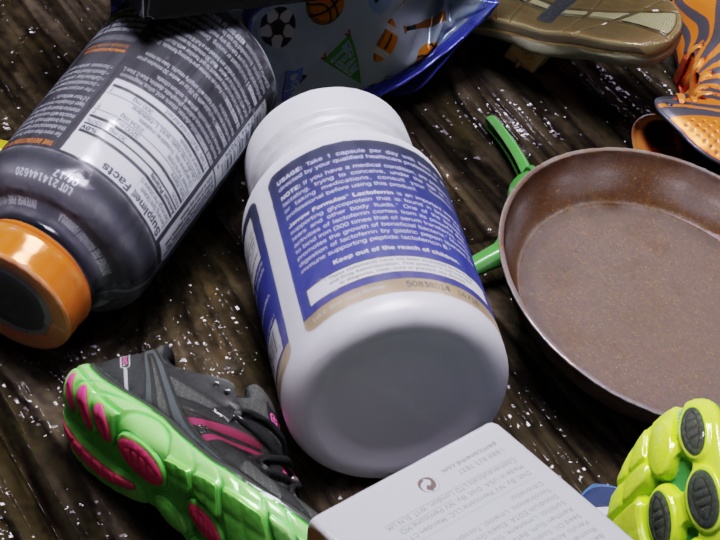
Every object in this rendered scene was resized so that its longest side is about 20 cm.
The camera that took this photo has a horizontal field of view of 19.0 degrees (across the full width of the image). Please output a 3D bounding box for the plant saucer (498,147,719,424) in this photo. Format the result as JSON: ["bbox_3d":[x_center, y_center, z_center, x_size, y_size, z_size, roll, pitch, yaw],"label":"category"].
[{"bbox_3d":[0.164,0.015,1.171,0.198,0.035,0.201,11,46,-12],"label":"plant saucer"}]

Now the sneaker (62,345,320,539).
[{"bbox_3d":[-0.059,0.093,1.022,0.083,0.077,0.200,-30,53,-33],"label":"sneaker"}]

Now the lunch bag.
[{"bbox_3d":[-0.034,-0.181,1.331,0.199,0.125,0.170,-29,50,-28],"label":"lunch bag"}]

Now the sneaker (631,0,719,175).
[{"bbox_3d":[0.209,-0.107,1.319,0.111,0.078,0.201,-6,41,-19],"label":"sneaker"}]

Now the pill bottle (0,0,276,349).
[{"bbox_3d":[-0.134,-0.052,1.148,0.106,0.107,0.201,22,53,16],"label":"pill bottle"}]

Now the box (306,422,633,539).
[{"bbox_3d":[0.071,0.190,0.864,0.106,0.153,0.200,-23,48,-35],"label":"box"}]

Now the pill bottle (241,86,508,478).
[{"bbox_3d":[0.000,0.000,1.115,0.115,0.116,0.201,-2,40,-13],"label":"pill bottle"}]

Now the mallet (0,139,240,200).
[{"bbox_3d":[-0.169,-0.070,1.239,0.198,0.041,0.066,4,42,-12],"label":"mallet"}]

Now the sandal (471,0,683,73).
[{"bbox_3d":[0.125,-0.154,1.373,0.080,0.054,0.199,-38,39,-26],"label":"sandal"}]

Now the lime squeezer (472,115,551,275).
[{"bbox_3d":[0.083,-0.030,1.244,0.070,0.038,0.201,-11,31,28],"label":"lime squeezer"}]

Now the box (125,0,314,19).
[{"bbox_3d":[-0.063,-0.223,1.202,0.199,0.087,0.164,-11,38,-29],"label":"box"}]

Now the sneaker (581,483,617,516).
[{"bbox_3d":[0.143,0.132,1.015,0.198,0.074,0.082,-7,38,-21],"label":"sneaker"}]

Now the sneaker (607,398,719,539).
[{"bbox_3d":[0.165,0.156,0.941,0.083,0.202,0.074,-9,-5,-44],"label":"sneaker"}]
